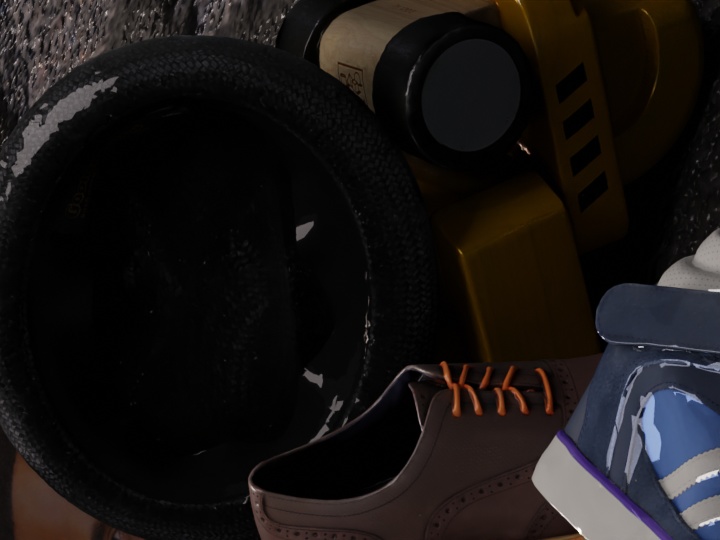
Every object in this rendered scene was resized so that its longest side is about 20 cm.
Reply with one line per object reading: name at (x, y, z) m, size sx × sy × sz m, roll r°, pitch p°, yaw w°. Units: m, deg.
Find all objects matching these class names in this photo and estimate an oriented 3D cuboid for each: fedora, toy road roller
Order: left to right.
fedora at (-0.056, 0.002, 1.031) m, size 0.201 × 0.200 × 0.092 m, roll -60°, pitch 2°, yaw 18°
toy road roller at (0.067, -0.040, 1.064) m, size 0.123 × 0.145 × 0.201 m, roll 26°, pitch 133°, yaw 60°

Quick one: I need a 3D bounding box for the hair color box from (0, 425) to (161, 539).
hair color box at (-0.068, 0.119, 1.073) m, size 0.061 × 0.199 × 0.102 m, roll 122°, pitch 154°, yaw -48°

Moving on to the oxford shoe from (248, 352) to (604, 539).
oxford shoe at (0.055, 0.063, 0.964) m, size 0.199 × 0.073 × 0.071 m, roll -26°, pitch 34°, yaw 4°

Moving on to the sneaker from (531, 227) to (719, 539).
sneaker at (0.156, 0.061, 0.865) m, size 0.147 × 0.080 × 0.200 m, roll -53°, pitch 46°, yaw 4°
